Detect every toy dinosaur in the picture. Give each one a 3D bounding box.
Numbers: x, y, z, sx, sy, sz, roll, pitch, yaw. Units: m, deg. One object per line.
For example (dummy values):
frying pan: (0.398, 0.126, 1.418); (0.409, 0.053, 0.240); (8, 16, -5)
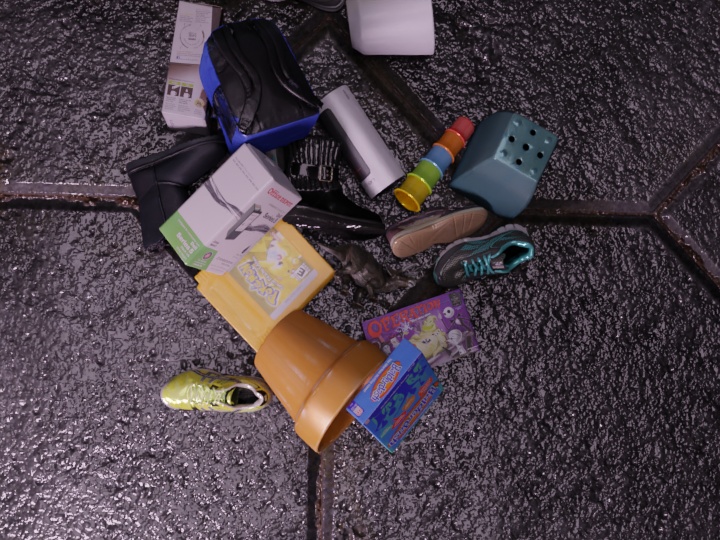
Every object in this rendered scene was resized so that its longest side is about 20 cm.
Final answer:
toy dinosaur: (0.000, 0.000, 1.517); (0.198, 0.077, 0.104); (31, 56, -12)

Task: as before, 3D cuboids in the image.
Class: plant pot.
plant pot: (-0.077, 0.172, 1.453); (0.182, 0.200, 0.201); (39, 82, 14)
plant pot: (0.265, -0.195, 1.510); (0.139, 0.200, 0.143); (28, 83, -3)

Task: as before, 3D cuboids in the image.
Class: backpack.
backpack: (-0.187, -0.300, 1.411); (0.160, 0.168, 0.203); (-21, 82, -29)

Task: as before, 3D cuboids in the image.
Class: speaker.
speaker: (-0.001, -0.232, 1.545); (0.080, 0.081, 0.202); (-33, 89, -8)

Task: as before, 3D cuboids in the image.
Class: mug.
mug: (0.052, -0.470, 1.563); (0.150, 0.188, 0.152); (-8, 118, 2)

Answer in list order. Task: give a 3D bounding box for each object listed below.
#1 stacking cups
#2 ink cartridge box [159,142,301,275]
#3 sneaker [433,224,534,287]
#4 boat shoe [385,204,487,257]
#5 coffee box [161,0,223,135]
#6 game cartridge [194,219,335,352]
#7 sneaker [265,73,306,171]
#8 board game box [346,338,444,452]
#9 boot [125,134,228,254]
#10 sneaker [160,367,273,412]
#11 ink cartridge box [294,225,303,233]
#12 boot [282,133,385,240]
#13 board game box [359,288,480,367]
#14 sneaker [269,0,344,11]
stacking cups: (0.144, -0.200, 1.559); (0.060, 0.061, 0.201); (40, 75, -1)
ink cartridge box: (-0.210, -0.096, 1.393); (0.200, 0.145, 0.084); (-43, 75, 6)
sneaker: (0.227, -0.023, 1.529); (0.197, 0.091, 0.079); (-25, 111, -6)
boat shoe: (0.138, -0.086, 1.554); (0.197, 0.073, 0.065); (-21, 52, -14)
coffee box: (-0.295, -0.358, 1.508); (0.078, 0.113, 0.205); (8, 84, -5)
game cartridge: (-0.169, 0.012, 1.495); (0.176, 0.032, 0.200); (45, 80, -4)
sneaker: (-0.132, -0.280, 1.540); (0.089, 0.078, 0.205); (-1, 87, -11)
board game box: (0.065, 0.219, 1.453); (0.045, 0.200, 0.153); (36, 81, 28)
boot: (-0.307, -0.133, 1.502); (0.196, 0.076, 0.171); (-18, 83, -1)
sneaker: (-0.251, 0.210, 1.478); (0.195, 0.076, 0.077); (-1, 86, -5)
ink cartridge box: (-0.162, -0.066, 1.536); (0.094, 0.037, 0.202); (30, 80, -3)
boot: (-0.042, -0.150, 1.512); (0.208, 0.079, 0.161); (14, 72, -29)
board game box: (0.109, 0.122, 1.551); (0.196, 0.032, 0.122); (-19, 83, -7)
sneaker: (-0.121, -0.539, 1.559); (0.195, 0.082, 0.076); (9, 84, -5)
